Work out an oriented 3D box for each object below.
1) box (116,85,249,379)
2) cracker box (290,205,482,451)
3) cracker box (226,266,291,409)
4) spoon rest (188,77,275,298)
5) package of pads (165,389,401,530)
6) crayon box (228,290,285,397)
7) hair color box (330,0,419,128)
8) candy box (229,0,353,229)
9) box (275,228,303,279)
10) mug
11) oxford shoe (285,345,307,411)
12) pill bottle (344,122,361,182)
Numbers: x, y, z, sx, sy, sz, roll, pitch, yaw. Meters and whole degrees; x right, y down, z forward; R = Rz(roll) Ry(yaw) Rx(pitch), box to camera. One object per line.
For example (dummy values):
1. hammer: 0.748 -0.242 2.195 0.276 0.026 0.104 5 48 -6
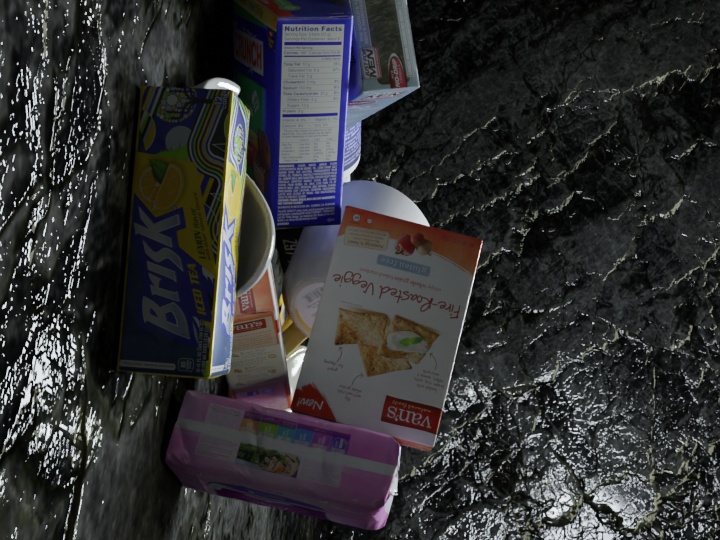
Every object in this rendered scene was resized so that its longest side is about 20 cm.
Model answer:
1. box: -0.124 -0.026 0.674 0.064 0.070 0.200 31 63 -84
2. cracker box: 0.025 0.054 0.878 0.058 0.134 0.200 94 10 -76
3. cracker box: -0.104 0.031 0.858 0.200 0.058 0.134 88 -9 -60
4. spoon rest: -0.118 -0.068 0.742 0.061 0.099 0.200 37 39 -58
5. package of pads: -0.064 0.172 0.845 0.121 0.200 0.076 89 14 -64
6. crayon box: -0.123 0.126 1.133 0.126 0.051 0.200 -80 174 -70
7. hair color box: -0.015 -0.203 0.938 0.200 0.061 0.099 171 -90 -69
8. candy box: -0.073 -0.164 0.909 0.169 0.077 0.200 -129 -142 -57
9. box: -0.066 -0.077 1.183 0.200 0.043 0.160 -79 163 -53
10. mug: -0.013 0.019 1.013 0.153 0.149 0.187 -60 162 -54
11. oxford shoe: -0.096 0.166 1.032 0.200 0.058 0.075 -57 146 -38
12. pill bottle: -0.059 -0.189 1.308 0.120 0.119 0.200 -83 176 -46
